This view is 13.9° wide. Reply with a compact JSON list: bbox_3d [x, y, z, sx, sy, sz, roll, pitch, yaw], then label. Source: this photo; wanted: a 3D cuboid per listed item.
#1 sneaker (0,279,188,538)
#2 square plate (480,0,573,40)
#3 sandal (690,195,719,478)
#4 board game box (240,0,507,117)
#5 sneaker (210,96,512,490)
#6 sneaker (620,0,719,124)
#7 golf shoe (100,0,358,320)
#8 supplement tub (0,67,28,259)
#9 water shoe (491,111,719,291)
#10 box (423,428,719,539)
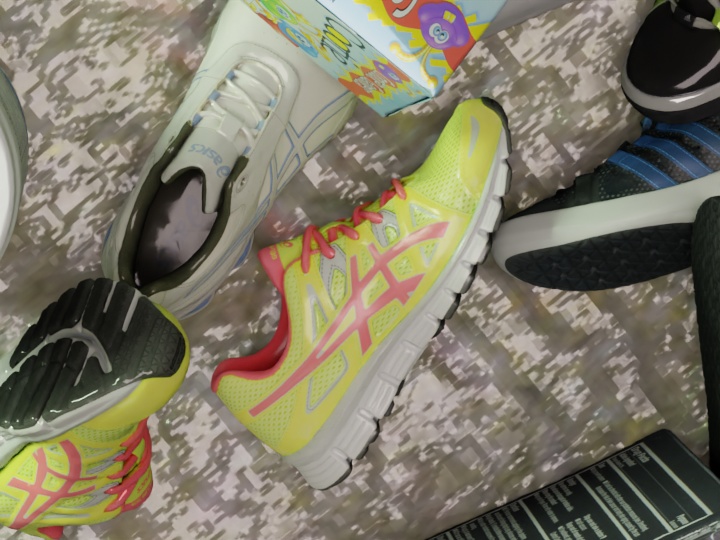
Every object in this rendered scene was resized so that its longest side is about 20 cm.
[{"bbox_3d":[-0.122,0.069,1.334,0.090,0.200,0.078,34,57,-19],"label":"sneaker"},{"bbox_3d":[0.055,-0.212,1.377,0.197,0.028,0.201,-22,99,-1],"label":"square plate"},{"bbox_3d":[0.184,0.041,1.370,0.045,0.075,0.201,-10,131,0],"label":"sandal"},{"bbox_3d":[0.041,-0.180,1.295,0.103,0.105,0.200,38,81,-8],"label":"board game box"},{"bbox_3d":[0.000,0.000,1.377,0.090,0.078,0.200,31,95,-6],"label":"sneaker"},{"bbox_3d":[0.180,-0.160,1.361,0.200,0.072,0.083,-49,133,-9],"label":"sneaker"},{"bbox_3d":[-0.053,-0.062,1.348,0.078,0.097,0.201,27,97,0],"label":"golf shoe"},{"bbox_3d":[-0.211,-0.045,1.291,0.131,0.200,0.133,-1,98,-4],"label":"supplement tub"},{"bbox_3d":[0.154,-0.049,1.397,0.199,0.072,0.079,-16,65,5],"label":"water shoe"},{"bbox_3d":[0.092,0.180,1.346,0.198,0.200,0.124,-25,98,-1],"label":"box"}]
